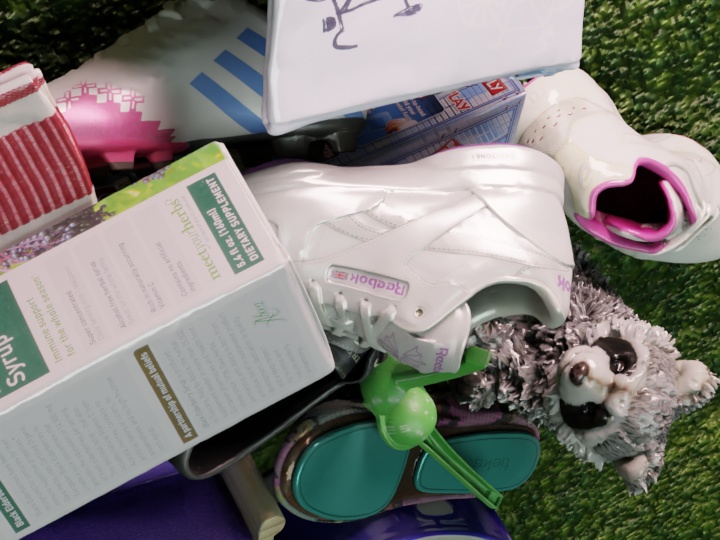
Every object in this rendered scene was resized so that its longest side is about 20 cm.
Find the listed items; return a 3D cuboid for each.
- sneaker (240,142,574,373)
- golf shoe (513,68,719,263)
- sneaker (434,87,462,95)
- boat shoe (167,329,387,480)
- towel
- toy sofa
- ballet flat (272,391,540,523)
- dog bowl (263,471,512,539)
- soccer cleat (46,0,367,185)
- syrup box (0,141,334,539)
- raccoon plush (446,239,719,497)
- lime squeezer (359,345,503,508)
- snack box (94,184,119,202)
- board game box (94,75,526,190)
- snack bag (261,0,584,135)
[{"bbox_3d":[0.000,0.000,1.143,0.200,0.100,0.075,-8,158,-4],"label":"sneaker"},{"bbox_3d":[0.147,-0.033,1.327,0.075,0.092,0.200,-49,139,16],"label":"golf shoe"},{"bbox_3d":[-0.017,-0.146,1.104,0.146,0.077,0.202,-26,131,-26],"label":"sneaker"},{"bbox_3d":[-0.015,0.030,1.213,0.200,0.057,0.069,-34,140,1],"label":"boat shoe"},{"bbox_3d":[-0.170,0.010,1.075,0.144,0.023,0.200,-26,139,-7],"label":"towel"},{"bbox_3d":[-0.145,0.132,1.301,0.200,0.083,0.098,-14,137,-19],"label":"toy sofa"},{"bbox_3d":[0.012,0.092,1.374,0.200,0.071,0.069,-2,118,-45],"label":"ballet flat"},{"bbox_3d":[-0.005,0.193,1.460,0.200,0.079,0.200,-19,138,-18],"label":"dog bowl"},{"bbox_3d":[-0.086,-0.086,1.135,0.200,0.086,0.070,-7,178,-36],"label":"soccer cleat"},{"bbox_3d":[-0.121,0.039,1.057,0.200,0.079,0.081,-27,139,-5],"label":"syrup box"},{"bbox_3d":[0.139,0.044,1.324,0.200,0.134,0.097,-16,133,-56],"label":"raccoon plush"},{"bbox_3d":[0.036,0.068,1.296,0.071,0.038,0.200,5,155,8],"label":"lime squeezer"},{"bbox_3d":[-0.151,0.038,1.194,0.072,0.024,0.200,-12,144,-20],"label":"snack box"},{"bbox_3d":[0.001,-0.021,1.265,0.200,0.062,0.200,-32,140,0],"label":"board game box"},{"bbox_3d":[0.037,-0.157,1.074,0.189,0.021,0.200,-15,124,-37],"label":"snack bag"}]
